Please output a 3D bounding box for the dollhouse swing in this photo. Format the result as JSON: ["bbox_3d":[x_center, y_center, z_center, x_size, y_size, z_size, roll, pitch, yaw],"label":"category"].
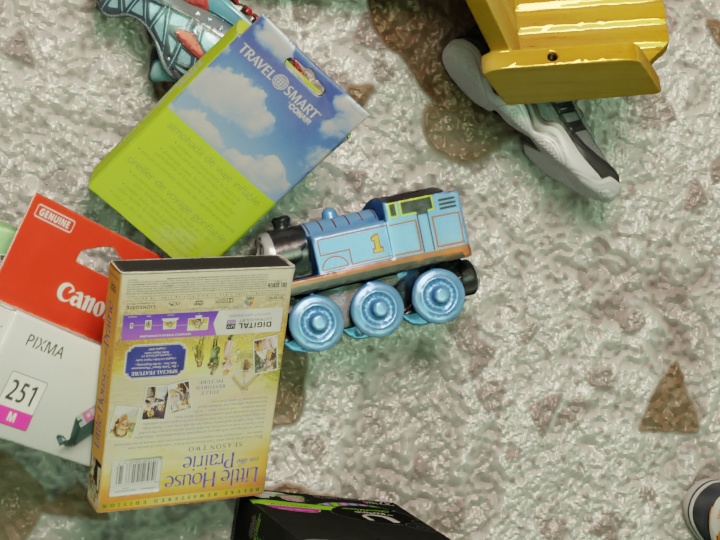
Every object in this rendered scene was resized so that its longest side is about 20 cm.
[{"bbox_3d":[0.156,-0.262,1.286,0.181,0.176,0.201,-4,68,1],"label":"dollhouse swing"}]

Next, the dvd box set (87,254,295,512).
[{"bbox_3d":[-0.132,0.087,1.269,0.146,0.029,0.201,-3,112,-29],"label":"dvd box set"}]

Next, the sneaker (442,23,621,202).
[{"bbox_3d":[0.173,-0.155,1.396,0.200,0.075,0.114,42,84,-14],"label":"sneaker"}]

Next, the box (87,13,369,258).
[{"bbox_3d":[-0.103,-0.100,1.280,0.122,0.048,0.200,41,109,-20],"label":"box"}]

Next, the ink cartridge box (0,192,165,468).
[{"bbox_3d":[-0.211,0.056,1.253,0.200,0.043,0.174,31,84,-54],"label":"ink cartridge box"}]

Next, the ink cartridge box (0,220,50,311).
[{"bbox_3d":[-0.357,0.006,1.231,0.200,0.087,0.146,23,87,-21],"label":"ink cartridge box"}]

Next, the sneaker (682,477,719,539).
[{"bbox_3d":[0.378,0.276,1.500,0.200,0.079,0.078,45,80,-18],"label":"sneaker"}]

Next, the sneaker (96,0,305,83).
[{"bbox_3d":[-0.126,-0.180,1.310,0.200,0.079,0.096,42,99,-13],"label":"sneaker"}]

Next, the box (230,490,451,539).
[{"bbox_3d":[-0.016,0.257,1.304,0.148,0.200,0.125,8,92,-18],"label":"box"}]

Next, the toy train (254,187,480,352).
[{"bbox_3d":[0.000,0.000,1.353,0.199,0.087,0.115,-12,89,-15],"label":"toy train"}]
